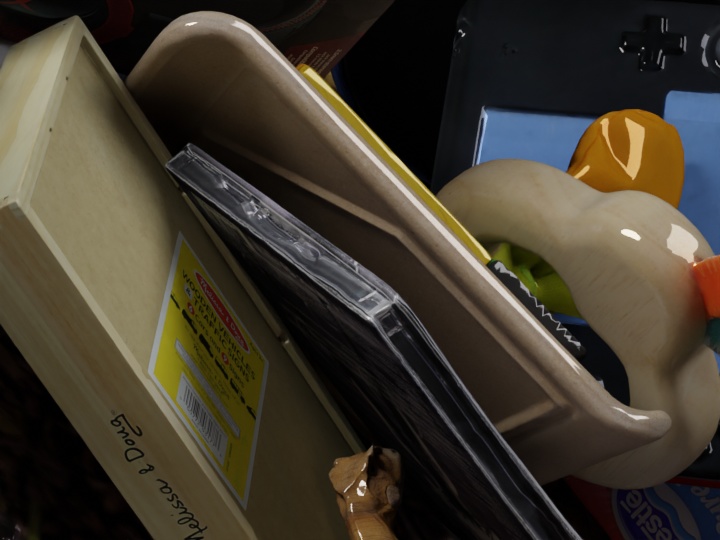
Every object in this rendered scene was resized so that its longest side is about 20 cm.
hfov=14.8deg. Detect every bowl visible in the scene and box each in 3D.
[{"bbox_3d":[0.081,-0.094,1.151,0.200,0.200,0.039,33,47,-25],"label":"bowl"}]

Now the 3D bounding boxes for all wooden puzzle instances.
[{"bbox_3d":[0.000,0.000,0.927,0.200,0.037,0.185,41,-20,-4],"label":"wooden puzzle"}]

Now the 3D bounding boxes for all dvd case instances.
[{"bbox_3d":[0.025,0.054,0.871,0.200,0.016,0.149,54,-10,-32],"label":"dvd case"}]

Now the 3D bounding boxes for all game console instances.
[{"bbox_3d":[0.112,-0.014,1.052,0.176,0.031,0.200,7,65,6],"label":"game console"}]

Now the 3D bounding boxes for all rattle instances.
[{"bbox_3d":[0.117,-0.003,0.926,0.143,0.200,0.130,-18,86,-29],"label":"rattle"}]

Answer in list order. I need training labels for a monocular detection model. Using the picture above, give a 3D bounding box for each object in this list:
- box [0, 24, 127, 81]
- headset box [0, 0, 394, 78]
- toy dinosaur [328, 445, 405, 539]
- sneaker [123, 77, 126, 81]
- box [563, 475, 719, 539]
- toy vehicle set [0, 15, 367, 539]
[{"bbox_3d":[-0.179,-0.115,0.904,0.200,0.041,0.156,47,40,2],"label":"box"},{"bbox_3d":[-0.056,-0.134,0.877,0.200,0.149,0.075,15,50,-30],"label":"headset box"},{"bbox_3d":[0.039,0.133,0.843,0.106,0.060,0.200,49,0,-42],"label":"toy dinosaur"},{"bbox_3d":[-0.117,-0.125,1.027,0.086,0.080,0.200,-2,45,-45],"label":"sneaker"},{"bbox_3d":[0.155,0.082,1.093,0.200,0.095,0.100,52,21,21],"label":"box"},{"bbox_3d":[-0.054,0.031,0.860,0.200,0.026,0.124,57,18,-23],"label":"toy vehicle set"}]
